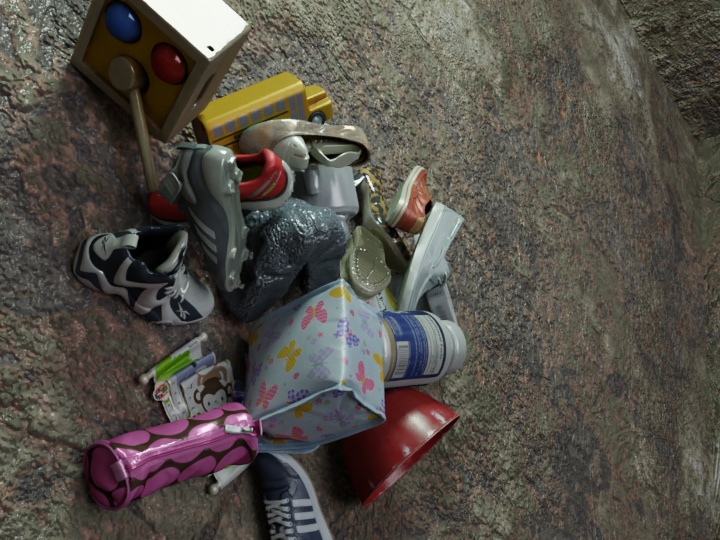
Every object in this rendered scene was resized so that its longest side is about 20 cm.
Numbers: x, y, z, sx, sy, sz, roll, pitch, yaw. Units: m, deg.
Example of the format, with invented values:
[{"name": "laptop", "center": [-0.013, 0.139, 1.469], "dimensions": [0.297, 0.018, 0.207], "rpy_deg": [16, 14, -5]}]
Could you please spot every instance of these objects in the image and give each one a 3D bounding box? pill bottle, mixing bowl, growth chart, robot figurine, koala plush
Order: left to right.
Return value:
[{"name": "growth chart", "center": [-0.194, 0.183, 1.039], "dimensions": [0.145, 0.018, 0.202], "rpy_deg": [-46, 115, -50]}, {"name": "koala plush", "center": [-0.126, -0.071, 1.107], "dimensions": [0.175, 0.185, 0.202], "rpy_deg": [-19, 65, -32]}, {"name": "robot figurine", "center": [-0.066, -0.141, 1.237], "dimensions": [0.170, 0.111, 0.204], "rpy_deg": [80, -1, -83]}, {"name": "mixing bowl", "center": [0.044, 0.248, 1.210], "dimensions": [0.109, 0.201, 0.199], "rpy_deg": [46, 34, 17]}, {"name": "pill bottle", "center": [0.064, 0.116, 1.182], "dimensions": [0.198, 0.110, 0.113], "rpy_deg": [3, 75, -44]}]

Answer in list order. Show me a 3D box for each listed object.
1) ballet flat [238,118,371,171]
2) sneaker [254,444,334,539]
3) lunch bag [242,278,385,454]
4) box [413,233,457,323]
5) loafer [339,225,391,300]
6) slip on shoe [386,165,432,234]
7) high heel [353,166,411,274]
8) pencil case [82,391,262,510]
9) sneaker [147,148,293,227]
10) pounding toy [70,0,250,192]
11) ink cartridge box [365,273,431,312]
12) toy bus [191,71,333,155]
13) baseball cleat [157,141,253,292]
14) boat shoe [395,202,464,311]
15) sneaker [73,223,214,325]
[{"name": "ballet flat", "center": [-0.069, -0.170, 1.111], "dimensions": [0.197, 0.069, 0.068], "rpy_deg": [-8, 50, -27]}, {"name": "sneaker", "center": [-0.103, 0.338, 1.055], "dimensions": [0.109, 0.069, 0.203], "rpy_deg": [-46, 118, -50]}, {"name": "lunch bag", "center": [-0.070, 0.135, 1.047], "dimensions": [0.127, 0.198, 0.172], "rpy_deg": [43, 33, -40]}, {"name": "box", "center": [0.138, 0.044, 1.410], "dimensions": [0.201, 0.036, 0.146], "rpy_deg": [-94, 166, -56]}, {"name": "loafer", "center": [0.000, 0.000, 1.216], "dimensions": [0.075, 0.069, 0.201], "rpy_deg": [34, 20, -10]}, {"name": "slip on shoe", "center": [0.088, -0.115, 1.328], "dimensions": [0.061, 0.075, 0.201], "rpy_deg": [30, 27, -5]}, {"name": "high heel", "center": [0.048, -0.090, 1.364], "dimensions": [0.200, 0.071, 0.142], "rpy_deg": [46, 45, 3]}, {"name": "pencil case", "center": [-0.212, 0.209, 0.924], "dimensions": [0.198, 0.093, 0.093], "rpy_deg": [-13, 92, -44]}, {"name": "sneaker", "center": [-0.185, -0.115, 1.011], "dimensions": [0.085, 0.196, 0.078], "rpy_deg": [61, 20, -58]}, {"name": "pounding toy", "center": [-0.255, -0.245, 0.983], "dimensions": [0.183, 0.200, 0.143], "rpy_deg": [40, 44, -6]}, {"name": "ink cartridge box", "center": [0.039, 0.093, 1.316], "dimensions": [0.199, 0.085, 0.150], "rpy_deg": [-19, 93, -54]}, {"name": "toy bus", "center": [-0.137, -0.221, 1.137], "dimensions": [0.198, 0.065, 0.079], "rpy_deg": [-28, 132, -21]}, {"name": "baseball cleat", "center": [-0.189, -0.067, 0.974], "dimensions": [0.070, 0.104, 0.203], "rpy_deg": [-65, 163, -54]}, {"name": "boat shoe", "center": [0.115, -0.011, 1.280], "dimensions": [0.070, 0.070, 0.204], "rpy_deg": [22, 72, 0]}, {"name": "sneaker", "center": [-0.228, 0.004, 0.964], "dimensions": [0.198, 0.128, 0.081], "rpy_deg": [37, 52, -39]}]
